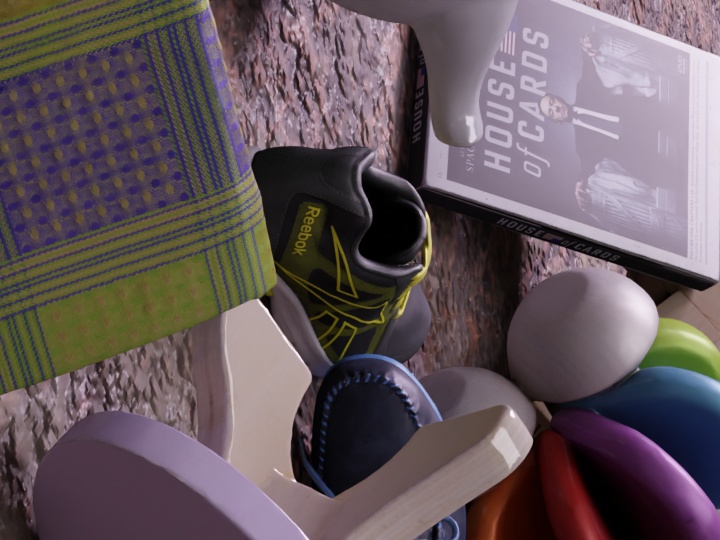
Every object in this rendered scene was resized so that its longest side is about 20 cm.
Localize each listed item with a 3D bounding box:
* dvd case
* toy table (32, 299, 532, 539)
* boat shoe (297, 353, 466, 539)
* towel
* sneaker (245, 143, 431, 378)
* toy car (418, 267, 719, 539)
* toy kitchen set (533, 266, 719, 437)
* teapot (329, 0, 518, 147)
[{"bbox_3d":[0.120,-0.084,1.303,0.199,0.025,0.151,17,63,-26],"label":"dvd case"},{"bbox_3d":[-0.027,0.112,0.883,0.117,0.183,0.200,-49,123,-43],"label":"toy table"},{"bbox_3d":[0.020,0.140,1.082,0.069,0.084,0.201,-63,141,-71],"label":"boat shoe"},{"bbox_3d":[-0.115,-0.060,0.753,0.023,0.143,0.201,-124,-164,-66],"label":"towel"},{"bbox_3d":[0.000,0.000,1.065,0.200,0.084,0.075,40,50,-59],"label":"sneaker"},{"bbox_3d":[0.122,0.112,1.175,0.175,0.200,0.150,57,-11,-29],"label":"toy car"},{"bbox_3d":[0.118,0.027,1.390,0.200,0.180,0.163,-36,166,-28],"label":"toy kitchen set"},{"bbox_3d":[0.019,-0.198,1.082,0.200,0.197,0.146,-62,-178,-22],"label":"teapot"}]
